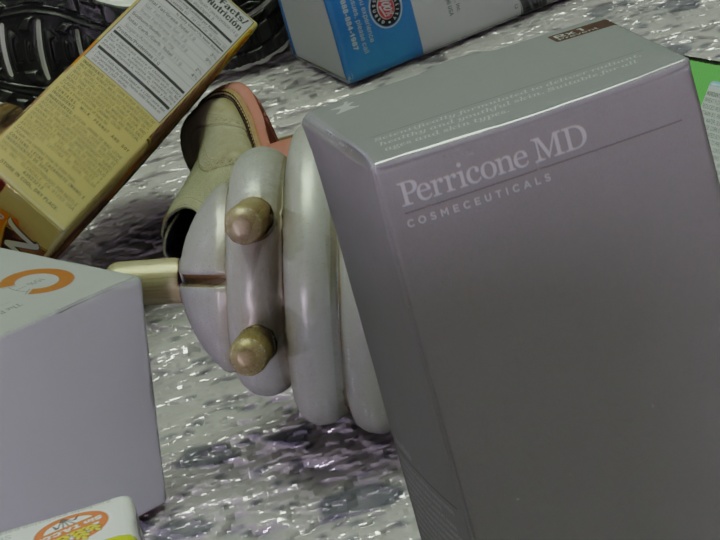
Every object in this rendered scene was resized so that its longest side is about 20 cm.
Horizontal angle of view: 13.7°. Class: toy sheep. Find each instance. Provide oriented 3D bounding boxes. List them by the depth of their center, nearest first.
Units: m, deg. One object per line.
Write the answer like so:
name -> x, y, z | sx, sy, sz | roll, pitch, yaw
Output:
toy sheep -> 0.000, 0.000, 1.155 | 0.199, 0.138, 0.138 | 3, 23, 3

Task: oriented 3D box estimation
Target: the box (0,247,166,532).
box -> -0.192, 0.050, 1.165 | 0.200, 0.098, 0.124 | 11, 25, 38

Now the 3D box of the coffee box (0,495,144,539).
coffee box -> -0.110, 0.198, 0.629 | 0.199, 0.200, 0.198 | -16, 21, -4

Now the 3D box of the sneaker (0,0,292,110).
sneaker -> -0.129, -0.135, 1.697 | 0.199, 0.074, 0.079 | -8, 12, 5

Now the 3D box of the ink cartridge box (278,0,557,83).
ink cartridge box -> 0.047, -0.208, 1.627 | 0.200, 0.146, 0.084 | -23, 21, -17

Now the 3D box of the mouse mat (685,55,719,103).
mouse mat -> 0.091, -0.061, 1.415 | 0.200, 0.008, 0.161 | -26, 23, -26

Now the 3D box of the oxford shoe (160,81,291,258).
oxford shoe -> -0.064, -0.035, 1.381 | 0.074, 0.071, 0.200 | -28, 18, -6

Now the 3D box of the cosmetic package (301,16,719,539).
cosmetic package -> 0.063, 0.034, 0.917 | 0.107, 0.201, 0.090 | -21, 21, -10

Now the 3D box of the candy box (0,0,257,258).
candy box -> -0.136, -0.053, 1.398 | 0.115, 0.055, 0.200 | -46, 5, 40

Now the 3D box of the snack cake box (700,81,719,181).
snack cake box -> 0.173, 0.013, 0.990 | 0.067, 0.115, 0.200 | 22, 1, -30
